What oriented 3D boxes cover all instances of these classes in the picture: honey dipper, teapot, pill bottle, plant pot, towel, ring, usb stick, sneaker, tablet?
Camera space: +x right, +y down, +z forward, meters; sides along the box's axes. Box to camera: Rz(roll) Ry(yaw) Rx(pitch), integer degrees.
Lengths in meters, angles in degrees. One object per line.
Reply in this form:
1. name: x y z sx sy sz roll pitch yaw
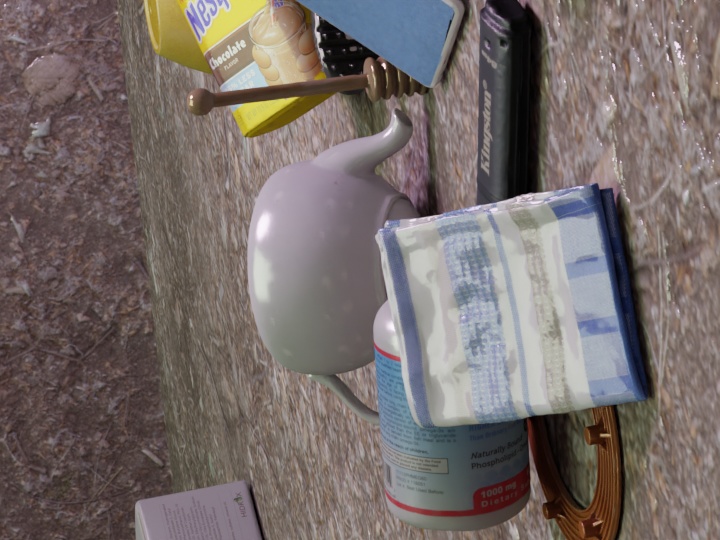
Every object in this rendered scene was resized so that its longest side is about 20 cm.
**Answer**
1. honey dipper: -0.045 -0.149 1.745 0.038 0.199 0.038 171 90 -79
2. teapot: 0.000 0.000 1.810 0.200 0.145 0.198 64 -148 -50
3. pill bottle: 0.065 0.078 1.537 0.109 0.108 0.201 -130 33 -67
4. plant pot: -0.158 -0.293 2.296 0.200 0.141 0.201 171 90 -78
5. towel: 0.096 0.026 1.404 0.199 0.024 0.148 -10 90 44
6. ring: 0.141 0.106 1.507 0.200 0.019 0.202 171 90 -79
7. usb stick: 0.102 -0.096 1.508 0.056 0.032 0.201 -115 21 -54
8. sneaker: -0.017 -0.248 1.876 0.091 0.066 0.201 128 136 -77
9. tablet: -0.011 -0.228 1.668 0.199 0.014 0.130 34 155 7

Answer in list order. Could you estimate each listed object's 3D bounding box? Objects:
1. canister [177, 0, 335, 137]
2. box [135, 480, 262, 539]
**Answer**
1. canister: -0.094 -0.241 1.964 0.148 0.086 0.201 -30 86 41
2. box: -0.227 0.447 3.077 0.200 0.170 0.201 97 160 -53
